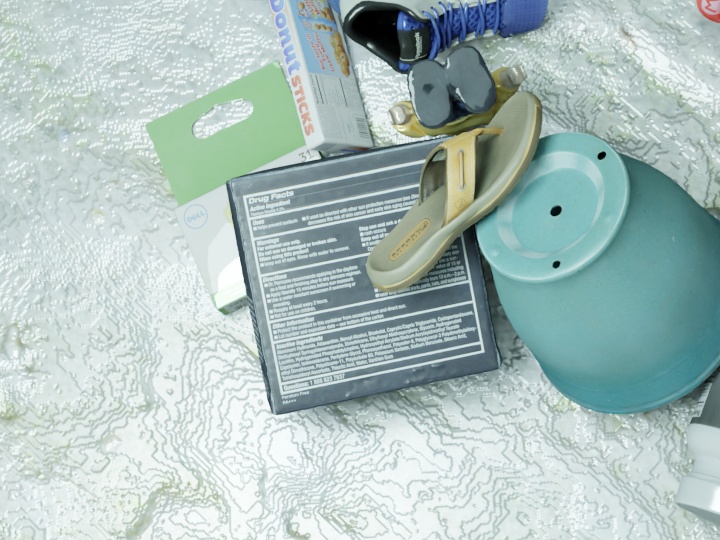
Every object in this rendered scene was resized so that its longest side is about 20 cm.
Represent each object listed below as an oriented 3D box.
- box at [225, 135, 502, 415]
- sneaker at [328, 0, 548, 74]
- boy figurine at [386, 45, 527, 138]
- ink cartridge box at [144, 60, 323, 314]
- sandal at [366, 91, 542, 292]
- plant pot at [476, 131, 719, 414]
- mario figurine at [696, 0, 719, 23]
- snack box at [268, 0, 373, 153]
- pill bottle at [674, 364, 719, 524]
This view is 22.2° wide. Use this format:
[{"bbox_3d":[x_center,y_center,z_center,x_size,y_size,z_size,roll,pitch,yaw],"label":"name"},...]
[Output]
[{"bbox_3d":[0.000,0.000,1.566,0.198,0.123,0.200,-11,95,-5],"label":"box"},{"bbox_3d":[0.068,-0.218,1.625,0.197,0.081,0.116,1,37,-4],"label":"sneaker"},{"bbox_3d":[0.083,-0.151,1.582,0.123,0.200,0.065,-19,92,5],"label":"boy figurine"},{"bbox_3d":[-0.102,-0.080,1.671,0.145,0.048,0.201,-25,79,2],"label":"ink cartridge box"},{"bbox_3d":[0.070,-0.069,1.468,0.200,0.080,0.054,-46,118,2],"label":"sandal"},{"bbox_3d":[0.192,-0.011,1.509,0.199,0.188,0.202,-17,55,26],"label":"plant pot"},{"bbox_3d":[0.393,-0.223,1.606,0.198,0.106,0.125,9,87,5],"label":"mario figurine"},{"bbox_3d":[-0.042,-0.204,1.676,0.024,0.072,0.202,-25,73,37],"label":"snack box"},{"bbox_3d":[0.341,0.117,1.538,0.115,0.116,0.202,20,81,11],"label":"pill bottle"}]
